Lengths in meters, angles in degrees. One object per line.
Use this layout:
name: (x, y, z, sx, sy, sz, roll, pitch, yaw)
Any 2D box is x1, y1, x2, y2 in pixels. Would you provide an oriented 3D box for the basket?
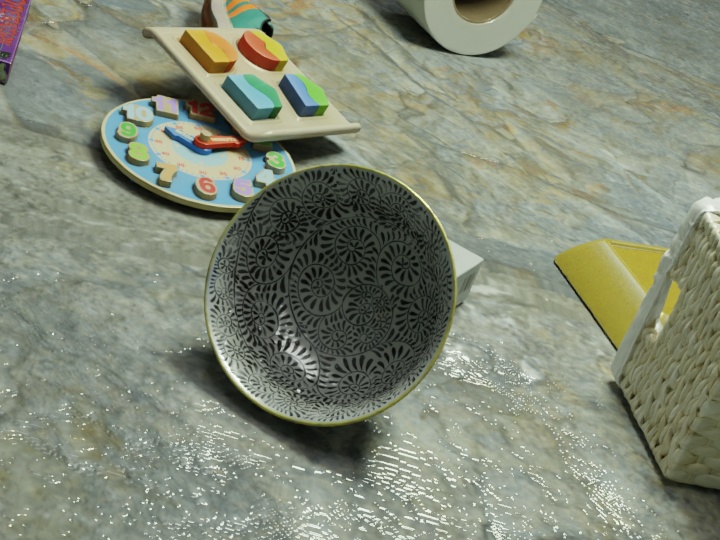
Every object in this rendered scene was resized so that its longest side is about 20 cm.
basket: (0.351, 0.074, 1.136, 0.199, 0.199, 0.161, 13, 30, -14)

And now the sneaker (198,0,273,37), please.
sneaker: (-0.150, -0.299, 1.623, 0.079, 0.072, 0.201, 10, 37, -19)

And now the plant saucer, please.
plant saucer: (0.325, 0.031, 1.358, 0.199, 0.049, 0.200, 8, 29, -23)

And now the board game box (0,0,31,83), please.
board game box: (-0.422, -0.263, 1.420, 0.119, 0.032, 0.200, 16, 27, -17)

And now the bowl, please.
bowl: (-0.014, 0.026, 1.042, 0.200, 0.202, 0.094, 30, -4, 18)

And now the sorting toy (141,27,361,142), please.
sorting toy: (-0.112, -0.209, 1.431, 0.200, 0.037, 0.185, 44, 29, 21)

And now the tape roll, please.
tape roll: (0.150, -0.430, 1.910, 0.201, 0.204, 0.139, 2, 32, -31)

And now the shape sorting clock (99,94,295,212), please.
shape sorting clock: (-0.158, -0.119, 1.319, 0.199, 0.039, 0.200, 15, 28, -8)

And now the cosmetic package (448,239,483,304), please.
cosmetic package: (0.000, 0.000, 1.195, 0.150, 0.052, 0.200, 33, 30, 18)
